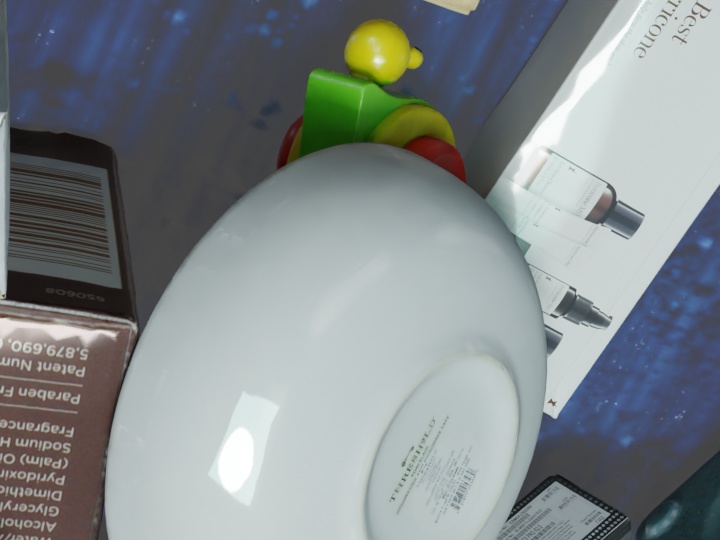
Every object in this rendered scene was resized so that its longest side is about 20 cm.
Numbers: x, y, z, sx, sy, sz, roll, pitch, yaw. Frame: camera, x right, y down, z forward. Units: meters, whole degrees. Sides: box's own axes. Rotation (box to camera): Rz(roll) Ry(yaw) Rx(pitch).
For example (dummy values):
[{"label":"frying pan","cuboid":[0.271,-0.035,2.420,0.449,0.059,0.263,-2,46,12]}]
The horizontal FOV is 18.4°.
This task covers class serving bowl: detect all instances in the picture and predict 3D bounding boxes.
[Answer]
[{"label":"serving bowl","cuboid":[0.005,0.059,0.790,0.200,0.066,0.200,-26,127,-41]}]

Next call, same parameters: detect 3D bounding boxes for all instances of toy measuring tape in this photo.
[{"label":"toy measuring tape","cuboid":[0.000,0.000,0.869,0.074,0.074,0.200,4,106,-12]}]

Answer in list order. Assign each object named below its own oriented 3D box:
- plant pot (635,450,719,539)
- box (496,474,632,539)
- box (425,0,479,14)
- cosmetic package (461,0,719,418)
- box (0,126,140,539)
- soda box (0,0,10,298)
[{"label":"plant pot","cuboid":[0.226,0.155,0.926,0.200,0.196,0.196,42,102,-14]},{"label":"box","cuboid":[0.036,0.202,0.917,0.200,0.044,0.160,-36,136,-28]},{"label":"box","cuboid":[-0.020,-0.199,0.805,0.200,0.021,0.164,17,111,-16]},{"label":"cosmetic package","cuboid":[0.096,-0.045,0.881,0.083,0.051,0.200,26,108,-21]},{"label":"box","cuboid":[-0.182,0.060,0.817,0.164,0.166,0.200,8,113,-14]},{"label":"soda box","cuboid":[-0.153,-0.060,0.747,0.068,0.200,0.064,0,115,-10]}]
